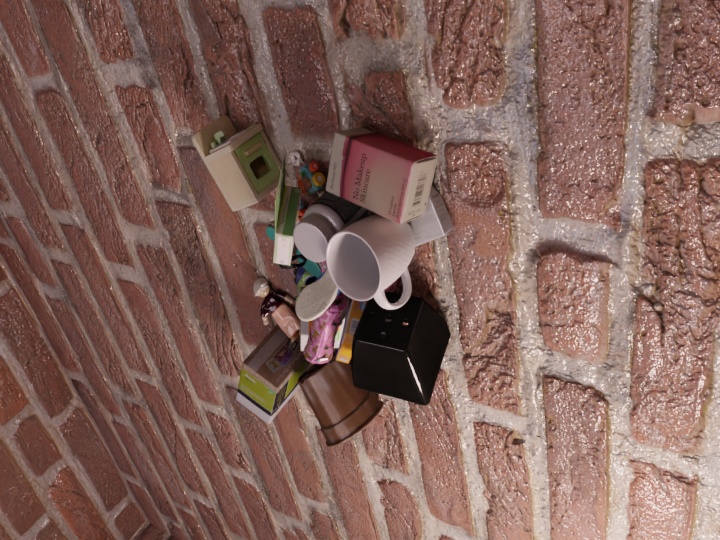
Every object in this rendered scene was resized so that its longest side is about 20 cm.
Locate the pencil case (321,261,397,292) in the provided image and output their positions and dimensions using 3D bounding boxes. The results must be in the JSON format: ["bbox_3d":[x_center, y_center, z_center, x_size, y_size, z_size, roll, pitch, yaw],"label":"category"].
[{"bbox_3d":[0.000,0.000,1.567,0.195,0.082,0.090,14,112,29],"label":"pencil case"}]

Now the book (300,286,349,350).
[{"bbox_3d":[-0.097,0.126,1.736,0.129,0.049,0.204,-2,131,-7],"label":"book"}]

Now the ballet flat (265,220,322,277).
[{"bbox_3d":[-0.151,-0.065,1.647,0.199,0.065,0.071,42,139,7],"label":"ballet flat"}]

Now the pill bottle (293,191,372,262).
[{"bbox_3d":[-0.058,-0.115,1.435,0.111,0.200,0.117,20,133,23],"label":"pill bottle"}]

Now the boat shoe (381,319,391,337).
[{"bbox_3d":[0.030,0.179,1.697,0.196,0.068,0.075,-12,115,43],"label":"boat shoe"}]

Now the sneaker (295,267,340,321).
[{"bbox_3d":[-0.064,0.035,1.493,0.076,0.111,0.202,38,98,17],"label":"sneaker"}]

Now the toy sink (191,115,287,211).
[{"bbox_3d":[-0.283,-0.270,1.544,0.110,0.130,0.204,-11,115,42],"label":"toy sink"}]

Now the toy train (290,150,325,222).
[{"bbox_3d":[-0.137,-0.170,1.542,0.148,0.055,0.205,28,136,38],"label":"toy train"}]

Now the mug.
[{"bbox_3d":[0.045,-0.017,1.370,0.145,0.174,0.205,-18,99,44],"label":"mug"}]

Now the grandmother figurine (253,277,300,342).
[{"bbox_3d":[-0.239,0.109,1.860,0.120,0.061,0.202,-38,92,7],"label":"grandmother figurine"}]

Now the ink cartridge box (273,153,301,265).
[{"bbox_3d":[-0.160,-0.133,1.428,0.046,0.149,0.203,9,142,-5],"label":"ink cartridge box"}]

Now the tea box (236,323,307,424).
[{"bbox_3d":[-0.251,0.299,1.914,0.132,0.200,0.200,31,136,11],"label":"tea box"}]

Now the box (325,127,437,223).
[{"bbox_3d":[0.041,-0.197,1.326,0.196,0.108,0.132,25,117,27],"label":"box"}]

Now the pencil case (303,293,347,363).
[{"bbox_3d":[-0.090,0.145,1.653,0.086,0.081,0.204,41,131,30],"label":"pencil case"}]

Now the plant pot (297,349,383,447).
[{"bbox_3d":[-0.068,0.351,1.831,0.199,0.199,0.201,-31,95,47],"label":"plant pot"}]

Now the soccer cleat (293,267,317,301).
[{"bbox_3d":[-0.132,0.075,1.742,0.082,0.064,0.205,22,132,34],"label":"soccer cleat"}]

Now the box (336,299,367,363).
[{"bbox_3d":[-0.023,0.148,1.631,0.040,0.122,0.201,14,151,-1],"label":"box"}]

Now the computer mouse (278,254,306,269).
[{"bbox_3d":[-0.119,-0.055,1.534,0.057,0.199,0.035,24,127,28],"label":"computer mouse"}]

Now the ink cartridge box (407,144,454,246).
[{"bbox_3d":[0.100,-0.154,1.412,0.158,0.047,0.205,-18,96,45],"label":"ink cartridge box"}]

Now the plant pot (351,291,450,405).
[{"bbox_3d":[0.081,0.161,1.497,0.194,0.204,0.179,9,148,24],"label":"plant pot"}]
